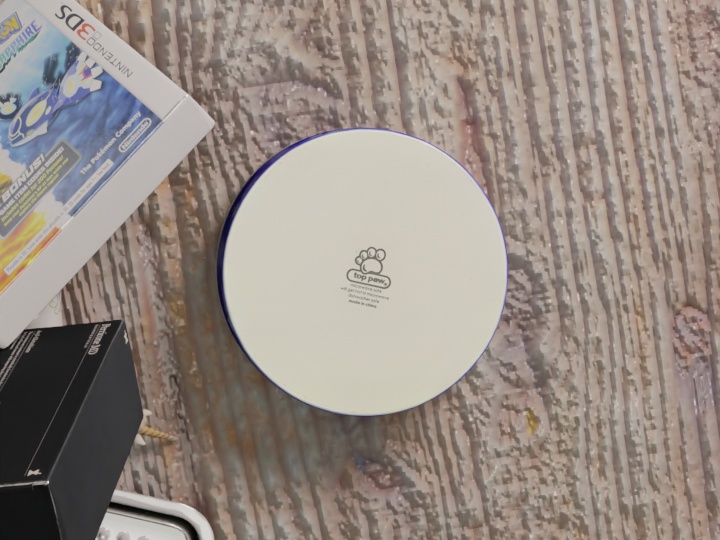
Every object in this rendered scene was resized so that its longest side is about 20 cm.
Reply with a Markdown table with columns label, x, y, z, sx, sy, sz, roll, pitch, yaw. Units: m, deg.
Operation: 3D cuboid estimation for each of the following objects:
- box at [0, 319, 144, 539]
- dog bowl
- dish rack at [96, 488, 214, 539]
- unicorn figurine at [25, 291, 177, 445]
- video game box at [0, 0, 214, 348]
| label | x | y | z | sx | sy | sz | roll | pitch | yaw |
| --- | --- | --- | --- | --- | --- | --- | --- | --- | --- |
| box | -0.222 | 0.110 | 0.939 | 0.141 | 0.200 | 0.079 | -7 | 113 | 8 |
| dog bowl | 0.000 | 0.000 | 1.089 | 0.200 | 0.079 | 0.200 | 0 | 93 | -7 |
| dish rack | -0.202 | 0.245 | 1.095 | 0.172 | 0.044 | 0.200 | 13 | 91 | -7 |
| unicorn figurine | -0.224 | 0.058 | 1.062 | 0.137 | 0.074 | 0.200 | -7 | 115 | 15 |
| video game box | -0.223 | -0.079 | 1.024 | 0.200 | 0.047 | 0.182 | -48 | 55 | -4 |
